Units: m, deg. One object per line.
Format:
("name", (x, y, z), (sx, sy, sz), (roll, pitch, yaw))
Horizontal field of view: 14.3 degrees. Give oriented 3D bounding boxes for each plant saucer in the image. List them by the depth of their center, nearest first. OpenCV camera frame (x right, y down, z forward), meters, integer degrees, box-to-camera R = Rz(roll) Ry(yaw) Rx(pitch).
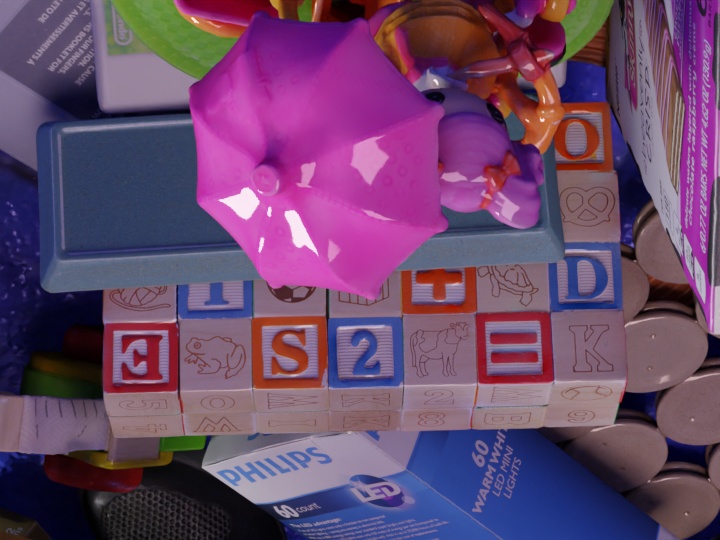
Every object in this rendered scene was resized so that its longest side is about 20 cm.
("plant saucer", (-0.023, -0.033, 1.086), (0.199, 0.070, 0.019), (-4, 159, -1))

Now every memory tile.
("memory tile", (0.138, 0.043, 1.236), (0.153, 0.017, 0.200), (-30, 134, 20))

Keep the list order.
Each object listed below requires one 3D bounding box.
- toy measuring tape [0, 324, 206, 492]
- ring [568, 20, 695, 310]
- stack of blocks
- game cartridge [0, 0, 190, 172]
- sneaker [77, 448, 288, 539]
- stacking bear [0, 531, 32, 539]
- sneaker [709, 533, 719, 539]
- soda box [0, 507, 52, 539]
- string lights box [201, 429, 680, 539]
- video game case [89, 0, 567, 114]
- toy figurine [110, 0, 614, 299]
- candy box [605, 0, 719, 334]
("toy measuring tape", (-0.123, 0.056, 1.164), (0.073, 0.074, 0.200), (-31, 168, 18))
("ring", (0.072, -0.037, 1.185), (0.199, 0.019, 0.201), (-2, 128, -3))
("stack of blocks", (0.000, 0.000, 1.115), (0.199, 0.116, 0.059), (-2, 160, -1))
("game cartridge", (-0.074, -0.114, 1.099), (0.133, 0.042, 0.200), (30, 120, -31))
("sneaker", (-0.059, 0.165, 1.274), (0.076, 0.114, 0.200), (-22, 125, 10))
("stacking bear", (-0.141, 0.148, 1.074), (0.199, 0.122, 0.114), (2, 137, -25))
("sneaker", (0.161, 0.164, 1.314), (0.199, 0.074, 0.085), (-29, 116, -11))
("soda box", (-0.131, 0.193, 1.301), (0.064, 0.068, 0.200), (12, 146, 46))
("string lights box", (0.040, 0.104, 1.242), (0.200, 0.059, 0.103), (38, 146, -30))
("video game case", (-0.012, -0.147, 1.043), (0.181, 0.022, 0.201), (-4, 129, -3))
("toy figurine", (0.008, -0.062, 0.981), (0.199, 0.185, 0.151), (14, 127, -18))
("candy box", (0.132, -0.084, 1.023), (0.061, 0.200, 0.137), (-4, 117, -4))
